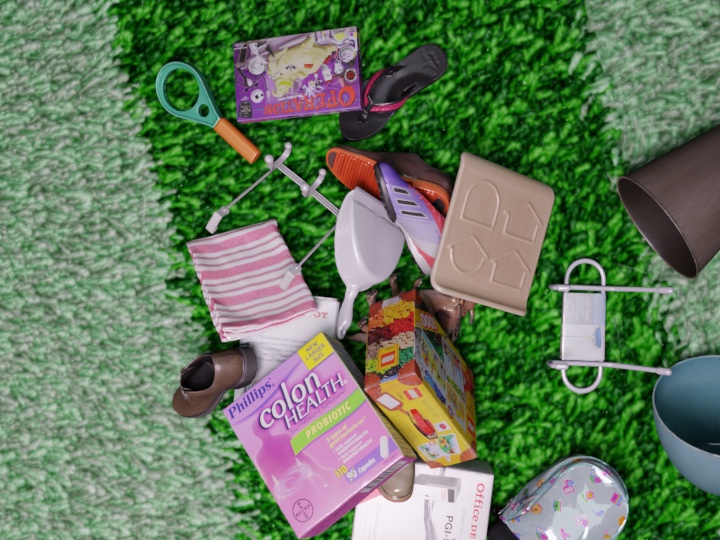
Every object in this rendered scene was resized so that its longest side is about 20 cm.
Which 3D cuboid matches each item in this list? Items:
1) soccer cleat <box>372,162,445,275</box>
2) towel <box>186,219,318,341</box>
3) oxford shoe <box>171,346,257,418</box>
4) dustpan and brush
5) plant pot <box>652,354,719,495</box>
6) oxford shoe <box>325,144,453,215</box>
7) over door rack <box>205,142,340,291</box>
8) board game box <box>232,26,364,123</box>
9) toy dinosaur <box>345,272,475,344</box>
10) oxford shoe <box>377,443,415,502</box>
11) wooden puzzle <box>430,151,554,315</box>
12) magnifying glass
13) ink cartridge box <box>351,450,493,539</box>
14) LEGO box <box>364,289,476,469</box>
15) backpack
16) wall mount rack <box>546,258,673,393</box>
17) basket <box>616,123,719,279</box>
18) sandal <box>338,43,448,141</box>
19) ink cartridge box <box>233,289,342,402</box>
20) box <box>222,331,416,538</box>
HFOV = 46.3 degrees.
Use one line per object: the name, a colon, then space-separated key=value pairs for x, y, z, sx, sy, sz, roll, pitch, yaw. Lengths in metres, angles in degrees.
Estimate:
soccer cleat: x=0.082 y=-0.083 z=1.220 sx=0.072 sy=0.069 sz=0.201 roll=-25 pitch=122 yaw=11
towel: x=-0.159 y=0.007 z=1.215 sx=0.144 sy=0.030 sz=0.201 roll=-16 pitch=51 yaw=-17
oxford shoe: x=-0.235 y=0.160 z=1.222 sx=0.200 sy=0.083 sz=0.074 roll=-41 pitch=57 yaw=42
dustpan and brush: x=0.000 y=0.000 z=1.222 sx=0.057 sy=0.139 sz=0.204 roll=-8 pitch=65 yaw=38
plant pot: x=0.515 y=0.238 z=1.194 sx=0.196 sy=0.201 sz=0.137 roll=-9 pitch=124 yaw=2
oxford shoe: x=0.044 y=-0.146 z=1.262 sx=0.197 sy=0.072 sz=0.073 roll=23 pitch=51 yaw=-3
over door rack: x=-0.102 y=-0.089 z=1.218 sx=0.147 sy=0.067 sz=0.201 roll=38 pitch=52 yaw=2
board game box: x=-0.094 y=-0.292 z=1.265 sx=0.196 sy=0.032 sz=0.123 roll=-4 pitch=93 yaw=14
toy dinosaur: x=0.076 y=0.081 z=1.253 sx=0.199 sy=0.086 sz=0.136 roll=-37 pitch=113 yaw=13
oxford shoe: x=0.042 y=0.228 z=1.199 sx=0.069 sy=0.075 sz=0.202 roll=-1 pitch=48 yaw=-10
wooden puzzle: x=0.189 y=-0.051 z=1.233 sx=0.183 sy=0.046 sz=0.204 roll=15 pitch=86 yaw=-31
magnifying glass: x=-0.231 y=-0.238 z=1.278 sx=0.199 sy=0.022 sz=0.080 roll=42 pitch=111 yaw=3
ink cartridge box: x=0.091 y=0.349 z=1.246 sx=0.196 sy=0.083 sz=0.150 roll=7 pitch=89 yaw=3
LEGO box: x=0.086 y=0.152 z=1.165 sx=0.076 sy=0.150 sz=0.201 roll=-19 pitch=130 yaw=22
backpack: x=0.299 y=0.363 z=1.218 sx=0.167 sy=0.127 sz=0.200 roll=44 pitch=88 yaw=5
wall mount rack: x=0.364 y=0.085 z=1.241 sx=0.170 sy=0.075 sz=0.204 roll=2 pitch=91 yaw=2
basket: x=0.501 y=-0.122 z=1.212 sx=0.199 sy=0.136 sz=0.181 roll=-38 pitch=92 yaw=-2
sandal: x=0.045 y=-0.274 z=1.269 sx=0.199 sy=0.045 sz=0.076 roll=-38 pitch=89 yaw=2
ink cartridge box: x=-0.107 y=0.134 z=1.254 sx=0.144 sy=0.083 sz=0.204 roll=7 pitch=90 yaw=3
box: x=-0.054 y=0.220 z=1.135 sx=0.175 sy=0.097 sz=0.201 roll=-37 pitch=70 yaw=4
